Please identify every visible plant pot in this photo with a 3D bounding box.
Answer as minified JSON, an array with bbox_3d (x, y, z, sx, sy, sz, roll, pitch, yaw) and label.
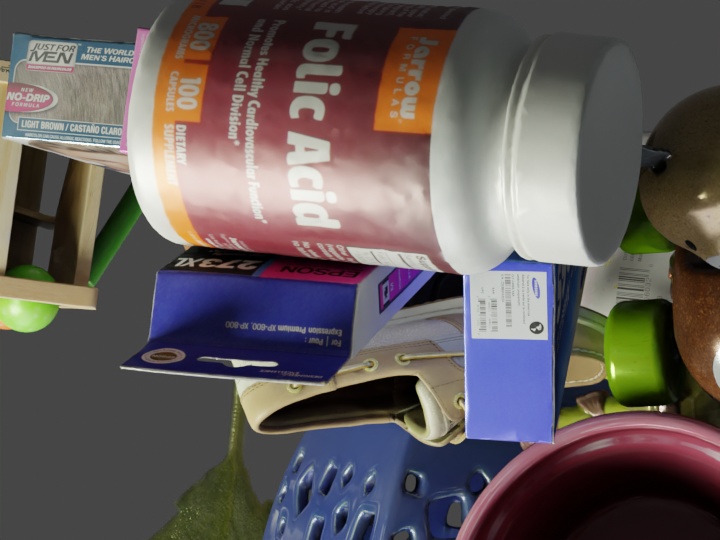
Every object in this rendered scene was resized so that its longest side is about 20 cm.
[{"bbox_3d":[0.148,0.174,1.337,0.200,0.200,0.179,7,177,9],"label":"plant pot"},{"bbox_3d":[0.067,0.131,1.539,0.200,0.180,0.200,8,179,-21],"label":"plant pot"}]

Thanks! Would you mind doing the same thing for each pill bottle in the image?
[{"bbox_3d":[0.012,-0.058,1.101,0.200,0.114,0.114,6,177,21],"label":"pill bottle"}]

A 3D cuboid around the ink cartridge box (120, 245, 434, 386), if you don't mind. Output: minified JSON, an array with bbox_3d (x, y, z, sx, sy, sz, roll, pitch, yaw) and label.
[{"bbox_3d":[-0.028,0.002,1.160,0.095,0.037,0.200,4,-160,18],"label":"ink cartridge box"}]

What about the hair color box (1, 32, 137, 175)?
[{"bbox_3d":[-0.108,-0.084,1.434,0.100,0.061,0.200,6,176,21],"label":"hair color box"}]

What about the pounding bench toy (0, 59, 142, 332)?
[{"bbox_3d":[-0.191,-0.039,1.570,0.200,0.156,0.124,8,177,-20],"label":"pounding bench toy"}]

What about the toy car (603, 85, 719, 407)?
[{"bbox_3d":[0.181,-0.023,1.221,0.164,0.158,0.200,-4,161,21],"label":"toy car"}]

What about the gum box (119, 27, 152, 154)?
[{"bbox_3d":[-0.029,-0.075,1.335,0.113,0.066,0.200,7,177,26],"label":"gum box"}]

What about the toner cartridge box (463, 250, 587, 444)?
[{"bbox_3d":[0.082,-0.009,1.225,0.043,0.095,0.200,4,-152,9],"label":"toner cartridge box"}]

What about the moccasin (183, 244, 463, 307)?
[{"bbox_3d":[0.000,0.002,1.349,0.201,0.074,0.078,5,-176,-33],"label":"moccasin"}]

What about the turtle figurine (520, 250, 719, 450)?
[{"bbox_3d":[0.166,0.071,1.403,0.161,0.200,0.064,-1,-141,18],"label":"turtle figurine"}]

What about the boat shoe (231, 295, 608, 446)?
[{"bbox_3d":[0.034,0.055,1.300,0.200,0.066,0.074,-2,151,-7],"label":"boat shoe"}]

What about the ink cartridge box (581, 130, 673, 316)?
[{"bbox_3d":[0.146,-0.015,1.519,0.200,0.129,0.125,7,177,27],"label":"ink cartridge box"}]
